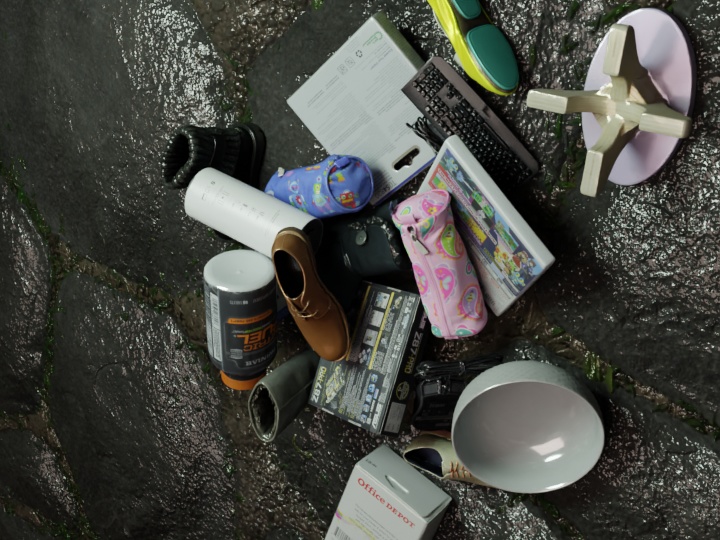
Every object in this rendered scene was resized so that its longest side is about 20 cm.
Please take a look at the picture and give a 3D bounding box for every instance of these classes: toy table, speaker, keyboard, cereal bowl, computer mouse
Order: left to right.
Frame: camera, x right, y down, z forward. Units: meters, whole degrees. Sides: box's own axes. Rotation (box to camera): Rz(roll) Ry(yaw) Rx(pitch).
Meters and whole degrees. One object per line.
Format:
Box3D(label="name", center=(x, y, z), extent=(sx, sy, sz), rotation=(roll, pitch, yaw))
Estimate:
Box3D(label="speaker", center=(-0.154, -0.076, 1.299), extent=(0.199, 0.081, 0.082), rotation=(26, 118, 22))
Box3D(label="computer mouse", center=(0.139, 0.164, 1.273), extent=(0.201, 0.139, 0.046), rotation=(88, 176, -56))
Box3D(label="keyboard", center=(0.130, -0.171, 1.164), extent=(0.200, 0.040, 0.104), rotation=(47, 129, -2))
Box3D(label="cereal bowl", center=(0.218, 0.195, 1.189), extent=(0.198, 0.084, 0.202), rotation=(4, 124, 6))
Box3D(label="toy table", center=(0.293, -0.187, 1.015), extent=(0.182, 0.117, 0.202), rotation=(7, 109, 36))

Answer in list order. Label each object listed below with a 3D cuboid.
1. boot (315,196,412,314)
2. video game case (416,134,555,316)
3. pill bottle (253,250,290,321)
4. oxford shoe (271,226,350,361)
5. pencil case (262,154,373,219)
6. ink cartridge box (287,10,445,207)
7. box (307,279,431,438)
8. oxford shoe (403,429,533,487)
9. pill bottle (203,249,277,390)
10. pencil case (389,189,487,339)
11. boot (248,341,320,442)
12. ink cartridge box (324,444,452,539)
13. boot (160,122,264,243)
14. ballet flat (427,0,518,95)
Box3D(label="boot", center=(0.000, 0.000, 1.266), extent=(0.167, 0.076, 0.202), rotation=(-8, 63, 47))
Box3D(label="video game case", center=(0.152, -0.053, 1.171), extent=(0.201, 0.023, 0.182), rotation=(54, 158, 12))
Box3D(label="pill bottle", center=(-0.130, 0.012, 1.404), extent=(0.200, 0.112, 0.113), rotation=(-36, 82, 38))
Box3D(label="oxford shoe", center=(-0.074, 0.045, 1.220), extent=(0.071, 0.071, 0.201), rotation=(-20, 109, 17))
Box3D(label="pencil case", center=(-0.065, -0.117, 1.303), extent=(0.199, 0.078, 0.087), rotation=(-4, 116, 55))
Box3D(label="ink cartridge box", center=(0.024, -0.217, 1.248), extent=(0.199, 0.041, 0.200), rotation=(-34, 98, 39))
Box3D(label="box", center=(0.014, 0.120, 1.299), extent=(0.160, 0.049, 0.202), rotation=(13, 86, 44))
Box3D(label="oxford shoe", center=(0.154, 0.282, 1.295), extent=(0.198, 0.074, 0.072), rotation=(5, 107, 36))
Box3D(label="pill bottle", center=(-0.174, 0.079, 1.329), extent=(0.106, 0.106, 0.202), rotation=(25, 130, 29))
Box3D(label="pencil case", center=(0.104, -0.006, 1.190), extent=(0.087, 0.088, 0.201), rotation=(1, 124, 37))
Box3D(label="boot", center=(-0.094, 0.136, 1.356), extent=(0.072, 0.199, 0.184), rotation=(6, 108, 37))
Box3D(label="ink cartridge box", center=(0.038, 0.398, 1.413), extent=(0.144, 0.084, 0.201), rotation=(34, 123, 24))
Box3D(label="boot", center=(-0.238, -0.131, 1.409), extent=(0.079, 0.157, 0.213), rotation=(25, 118, 30))
Box3D(label="ballet flat", center=(0.135, -0.300, 1.143), extent=(0.201, 0.066, 0.067), rotation=(63, 150, 7))
